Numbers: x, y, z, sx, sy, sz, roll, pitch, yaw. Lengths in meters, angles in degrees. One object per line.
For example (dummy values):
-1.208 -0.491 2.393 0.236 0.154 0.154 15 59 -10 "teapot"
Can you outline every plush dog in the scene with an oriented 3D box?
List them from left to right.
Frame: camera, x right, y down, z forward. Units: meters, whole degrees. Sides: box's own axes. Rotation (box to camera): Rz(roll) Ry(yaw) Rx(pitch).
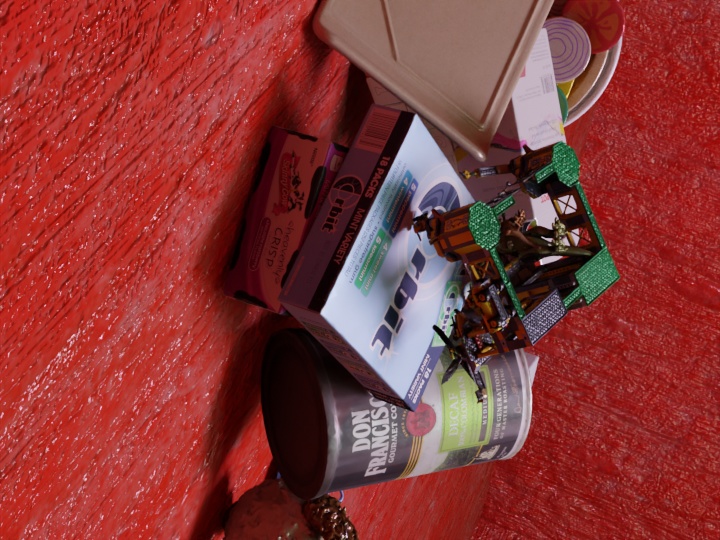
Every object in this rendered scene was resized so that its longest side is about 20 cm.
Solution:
-0.085 0.269 1.436 0.160 0.199 0.173 27 69 -42 "plush dog"

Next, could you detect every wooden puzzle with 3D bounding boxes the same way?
0.061 -0.213 1.303 0.037 0.185 0.201 -15 -134 53 "wooden puzzle"

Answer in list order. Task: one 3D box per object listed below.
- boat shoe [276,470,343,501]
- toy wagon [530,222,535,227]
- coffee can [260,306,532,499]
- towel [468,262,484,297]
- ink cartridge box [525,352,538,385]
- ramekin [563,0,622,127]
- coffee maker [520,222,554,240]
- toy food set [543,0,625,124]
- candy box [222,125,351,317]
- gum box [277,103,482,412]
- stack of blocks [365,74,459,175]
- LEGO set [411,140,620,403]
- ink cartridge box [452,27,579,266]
-0.034 0.192 1.698 0.200 0.068 0.085 -41 149 -68 "boat shoe"
0.156 -0.109 1.880 0.040 0.155 0.200 -48 -177 -8 "toy wagon"
0.030 0.111 1.428 0.146 0.199 0.148 -8 -90 65 "coffee can"
0.112 0.027 1.536 0.200 0.018 0.087 -120 -149 -64 "towel"
0.085 0.119 1.815 0.145 0.199 0.084 -35 140 -71 "ink cartridge box"
0.152 -0.233 1.584 0.105 0.199 0.202 -67 174 -80 "ramekin"
0.129 -0.023 1.799 0.135 0.191 0.200 -65 167 -5 "coffee maker"
0.141 -0.227 1.508 0.049 0.197 0.201 -66 176 -80 "toy food set"
-0.015 -0.027 1.296 0.200 0.061 0.137 12 95 -60 "candy box"
0.026 -0.005 1.270 0.171 0.044 0.200 -65 148 -15 "gum box"
0.071 -0.140 1.452 0.115 0.058 0.201 -58 135 -51 "stack of blocks"
0.105 -0.007 1.284 0.154 0.115 0.200 59 43 -15 "LEGO set"
0.133 -0.106 1.428 0.116 0.067 0.202 -23 103 -62 "ink cartridge box"
